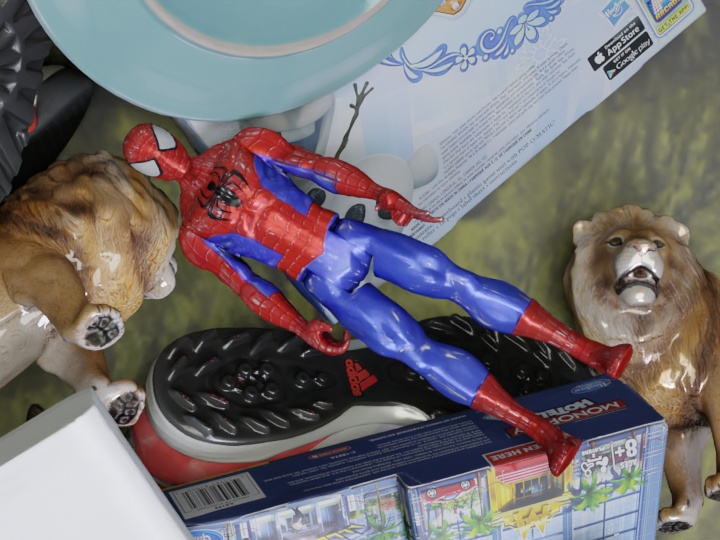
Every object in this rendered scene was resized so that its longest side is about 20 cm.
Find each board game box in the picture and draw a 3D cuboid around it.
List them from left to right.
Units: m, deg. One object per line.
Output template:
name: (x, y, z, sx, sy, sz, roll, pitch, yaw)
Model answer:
board game box: (0.011, -0.113, 1.143, 0.200, 0.043, 0.199, -40, 129, -7)
board game box: (0.027, 0.162, 1.144, 0.200, 0.062, 0.200, -14, 110, -13)

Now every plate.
plate: (-0.030, -0.143, 1.059, 0.200, 0.026, 0.200, -13, 118, -25)

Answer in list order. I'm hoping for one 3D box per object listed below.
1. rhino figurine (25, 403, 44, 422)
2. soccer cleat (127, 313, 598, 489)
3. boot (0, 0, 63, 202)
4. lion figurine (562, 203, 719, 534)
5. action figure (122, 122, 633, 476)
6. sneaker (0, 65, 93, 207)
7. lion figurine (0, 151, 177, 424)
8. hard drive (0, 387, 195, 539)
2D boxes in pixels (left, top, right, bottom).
rhino figurine: (-0.145, 0.093, 1.162, 0.200, 0.060, 0.087, 44, 83, 2)
soccer cleat: (0.004, 0.062, 1.186, 0.200, 0.073, 0.068, 1, 57, -22)
boot: (-0.181, -0.095, 1.103, 0.079, 0.158, 0.211, 21, 94, -40)
lion figurine: (0.175, 0.045, 1.201, 0.200, 0.072, 0.123, 11, 60, -20)
action figure: (0.000, 0.000, 1.086, 0.200, 0.052, 0.065, 30, 95, 9)
sneaker: (-0.207, -0.040, 1.154, 0.201, 0.067, 0.108, -42, 79, -16)
lion figurine: (-0.150, 0.031, 1.109, 0.200, 0.123, 0.073, -28, 129, -11)
hard drive: (-0.098, 0.155, 1.067, 0.132, 0.026, 0.200, -31, 112, 3)
